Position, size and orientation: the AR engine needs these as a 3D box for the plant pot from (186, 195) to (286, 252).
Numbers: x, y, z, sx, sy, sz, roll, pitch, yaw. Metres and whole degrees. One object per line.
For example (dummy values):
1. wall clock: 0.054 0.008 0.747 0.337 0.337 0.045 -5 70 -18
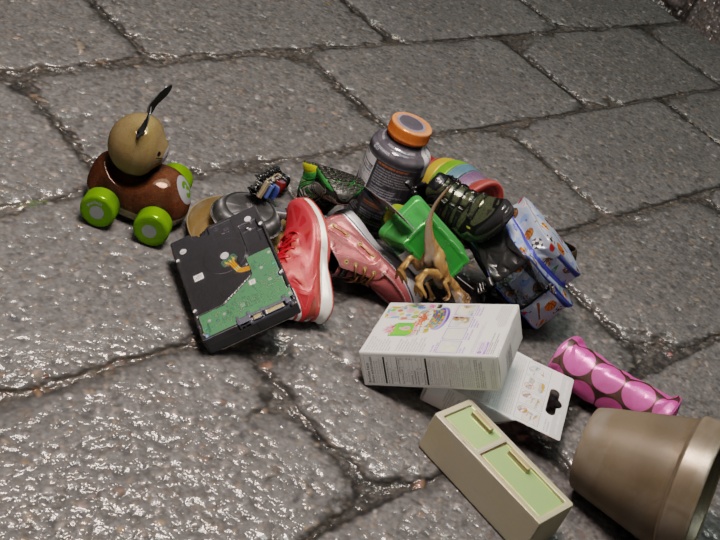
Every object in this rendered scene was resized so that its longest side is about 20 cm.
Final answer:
1. plant pot: -0.172 -0.045 1.700 0.199 0.028 0.200 17 35 -12

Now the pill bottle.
1. pill bottle: 0.051 -0.162 1.839 0.106 0.200 0.106 16 35 -12

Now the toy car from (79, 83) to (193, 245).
1. toy car: -0.311 -0.172 1.632 0.157 0.200 0.165 20 34 -6

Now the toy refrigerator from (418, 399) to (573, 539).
1. toy refrigerator: 0.175 0.264 1.447 0.076 0.070 0.200 -14 48 -42

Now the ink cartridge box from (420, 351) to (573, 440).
1. ink cartridge box: 0.200 0.171 1.613 0.200 0.057 0.163 30 34 2

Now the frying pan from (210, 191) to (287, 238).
1. frying pan: -0.139 -0.078 1.720 0.189 0.031 0.115 13 35 -10

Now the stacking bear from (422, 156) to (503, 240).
1. stacking bear: 0.145 -0.149 1.964 0.114 0.122 0.200 -46 52 -13

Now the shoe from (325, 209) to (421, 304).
1. shoe: 0.000 0.000 1.695 0.091 0.072 0.200 -31 76 -39

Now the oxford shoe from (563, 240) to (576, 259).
1. oxford shoe: 0.296 -0.066 1.963 0.200 0.085 0.073 30 36 12

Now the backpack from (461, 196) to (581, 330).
1. backpack: 0.260 -0.008 1.773 0.191 0.154 0.200 53 16 -39

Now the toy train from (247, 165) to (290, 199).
1. toy train: -0.143 -0.139 1.788 0.046 0.034 0.200 33 11 -1

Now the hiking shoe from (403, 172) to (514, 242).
1. hiking shoe: 0.147 -0.102 1.722 0.101 0.200 0.076 48 64 -32

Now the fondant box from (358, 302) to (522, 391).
1. fondant box: 0.116 0.104 1.561 0.199 0.058 0.144 1 28 21

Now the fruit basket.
1. fruit basket: 0.078 -0.051 1.738 0.185 0.094 0.200 46 -7 -29

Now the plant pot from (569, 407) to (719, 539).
1. plant pot: 0.381 0.270 1.484 0.173 0.201 0.200 19 30 25

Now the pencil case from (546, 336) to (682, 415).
1. pencil case: 0.384 0.176 1.681 0.200 0.091 0.094 34 34 18

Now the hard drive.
1. hard drive: -0.176 0.010 1.545 0.139 0.038 0.200 -25 48 -3

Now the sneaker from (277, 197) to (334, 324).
1. sneaker: -0.107 -0.021 1.610 0.115 0.078 0.201 5 59 -33

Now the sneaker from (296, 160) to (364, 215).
1. sneaker: -0.051 -0.123 1.779 0.078 0.086 0.200 15 5 -18

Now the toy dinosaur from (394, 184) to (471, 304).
1. toy dinosaur: 0.104 -0.019 1.628 0.106 0.200 0.060 -37 35 -26
